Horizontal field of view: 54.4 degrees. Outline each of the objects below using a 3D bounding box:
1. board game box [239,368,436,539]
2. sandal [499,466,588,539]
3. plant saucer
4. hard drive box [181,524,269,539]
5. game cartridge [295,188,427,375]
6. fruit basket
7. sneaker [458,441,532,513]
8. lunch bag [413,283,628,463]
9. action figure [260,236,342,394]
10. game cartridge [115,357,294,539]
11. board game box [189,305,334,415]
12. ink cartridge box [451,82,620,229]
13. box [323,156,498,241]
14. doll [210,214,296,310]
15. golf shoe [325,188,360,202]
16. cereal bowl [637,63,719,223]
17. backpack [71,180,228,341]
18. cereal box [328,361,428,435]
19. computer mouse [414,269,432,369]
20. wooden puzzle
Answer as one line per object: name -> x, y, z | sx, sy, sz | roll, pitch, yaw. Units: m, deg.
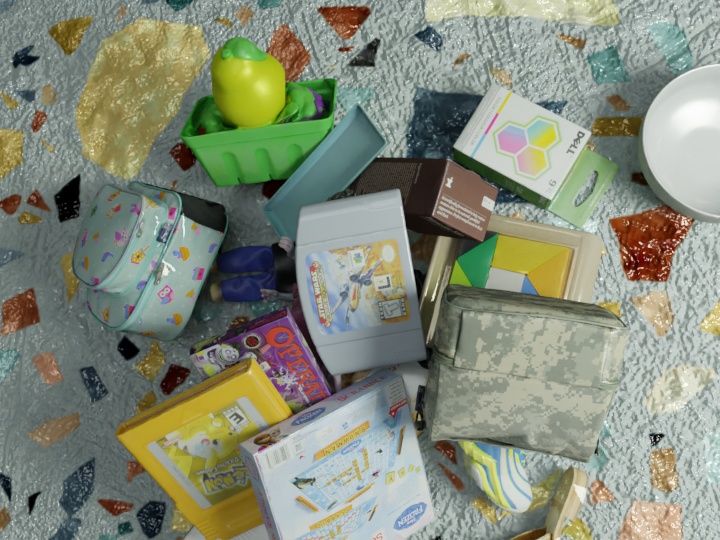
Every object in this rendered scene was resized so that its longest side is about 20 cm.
board game box -> -0.018, 0.244, 0.800 | 0.200, 0.041, 0.200 | -22, 108, -30
sandal -> 0.205, 0.331, 0.848 | 0.070, 0.078, 0.212 | 24, 78, 4
plant saucer -> -0.046, -0.117, 0.889 | 0.200, 0.019, 0.070 | -43, 69, 26
hard drive box -> -0.106, 0.318, 0.894 | 0.156, 0.077, 0.200 | 38, 88, 12
game cartridge -> -0.004, 0.017, 0.796 | 0.133, 0.042, 0.200 | -11, 100, -3
fruit basket -> -0.133, -0.218, 0.906 | 0.215, 0.216, 0.156 | -6, 37, 7
sneaker -> 0.175, 0.199, 0.842 | 0.105, 0.076, 0.200 | -29, 97, 32
lunch bag -> 0.164, 0.112, 0.747 | 0.200, 0.139, 0.168 | 8, 97, 5
action figure -> -0.055, 0.045, 0.866 | 0.149, 0.134, 0.200 | 23, 71, -3
game cartridge -> -0.147, 0.214, 0.802 | 0.176, 0.032, 0.200 | -27, 114, 7
board game box -> -0.096, 0.145, 0.807 | 0.120, 0.032, 0.200 | -25, 117, 1
ink cartridge box -> 0.233, -0.151, 0.924 | 0.200, 0.059, 0.104 | 31, 87, 11
box -> 0.058, -0.091, 0.871 | 0.200, 0.100, 0.075 | 9, 81, 49
doll -> -0.105, -0.008, 0.955 | 0.200, 0.048, 0.137 | -6, 90, 6
golf shoe -> 0.000, 0.000, 0.860 | 0.077, 0.088, 0.200 | -21, 97, -7
cereal bowl -> 0.448, -0.152, 0.882 | 0.200, 0.083, 0.200 | -1, 82, 8
backpack -> -0.284, -0.012, 0.920 | 0.176, 0.153, 0.200 | 19, 95, 44
cereal box -> 0.004, 0.143, 0.923 | 0.200, 0.040, 0.144 | 43, 88, 12
computer mouse -> 0.153, 0.040, 0.897 | 0.200, 0.053, 0.139 | -13, 70, -1
wooden puzzle -> 0.178, 0.022, 0.854 | 0.200, 0.037, 0.185 | 14, 79, 14
